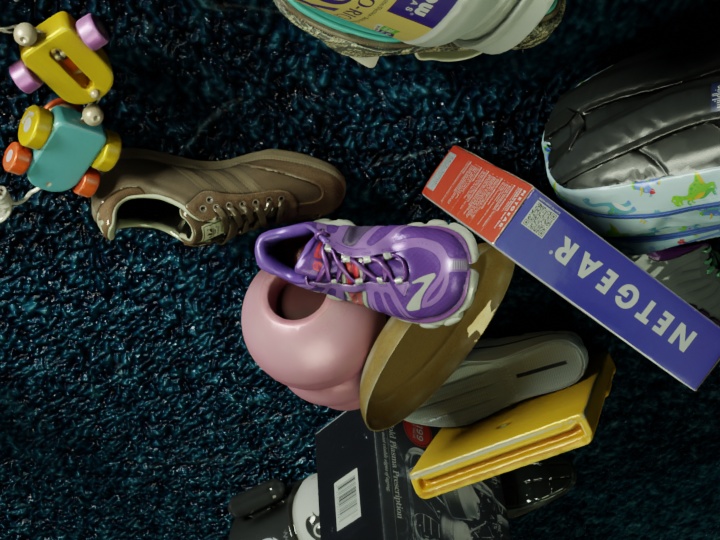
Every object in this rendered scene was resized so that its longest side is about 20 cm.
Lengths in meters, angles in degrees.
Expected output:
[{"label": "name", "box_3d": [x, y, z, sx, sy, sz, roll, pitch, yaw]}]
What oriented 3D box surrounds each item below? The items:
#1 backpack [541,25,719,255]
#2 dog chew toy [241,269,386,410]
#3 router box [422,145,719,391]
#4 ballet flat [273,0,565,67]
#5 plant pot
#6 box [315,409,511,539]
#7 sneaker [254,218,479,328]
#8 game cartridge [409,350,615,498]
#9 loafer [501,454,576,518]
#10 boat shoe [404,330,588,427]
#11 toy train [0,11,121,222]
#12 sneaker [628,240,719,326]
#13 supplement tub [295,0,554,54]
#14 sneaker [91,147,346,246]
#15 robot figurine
[{"label": "backpack", "box_3d": [0.230, -0.092, 0.831, 0.199, 0.164, 0.154, -9, 146, 19]}, {"label": "dog chew toy", "box_3d": [-0.028, 0.064, 1.033, 0.124, 0.125, 0.200, -12, 149, 9]}, {"label": "router box", "box_3d": [0.158, -0.006, 0.877, 0.200, 0.180, 0.049, 34, 95, -20]}, {"label": "ballet flat", "box_3d": [0.038, -0.168, 0.789, 0.199, 0.068, 0.075, -1, 158, -8]}, {"label": "plant pot", "box_3d": [0.063, 0.053, 1.012, 0.200, 0.027, 0.200, -43, 157, -22]}, {"label": "box", "box_3d": [0.057, 0.258, 1.219, 0.182, 0.201, 0.104, 23, 134, -32]}, {"label": "sneaker", "box_3d": [0.000, 0.000, 0.864, 0.200, 0.081, 0.083, 4, -179, 41]}, {"label": "game cartridge", "box_3d": [0.153, 0.145, 1.116, 0.176, 0.033, 0.200, -23, -177, 22]}, {"label": "loafer", "box_3d": [0.163, 0.253, 1.338, 0.200, 0.073, 0.072, -19, 150, 32]}, {"label": "boat shoe", "box_3d": [0.126, 0.104, 1.135, 0.199, 0.067, 0.074, -11, 98, 15]}, {"label": "toy train", "box_3d": [-0.244, -0.125, 0.801, 0.150, 0.056, 0.200, -13, 141, -11]}, {"label": "sneaker", "box_3d": [0.299, 0.001, 1.023, 0.199, 0.075, 0.088, 17, 132, -25]}, {"label": "supplement tub", "box_3d": [0.010, -0.212, 0.656, 0.199, 0.146, 0.145, 15, 138, -24]}, {"label": "sneaker", "box_3d": [-0.110, -0.047, 0.911, 0.199, 0.076, 0.071, 1, 142, -7]}, {"label": "robot figurine", "box_3d": [-0.071, 0.310, 1.331, 0.200, 0.125, 0.150, -32, 153, 30]}]
